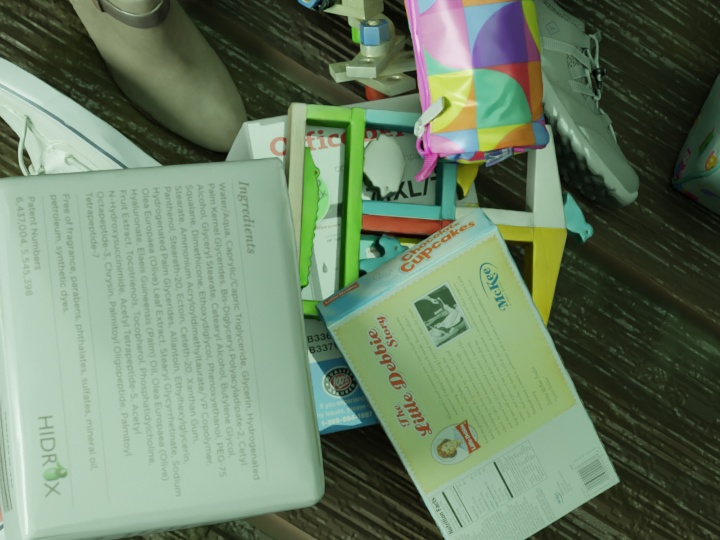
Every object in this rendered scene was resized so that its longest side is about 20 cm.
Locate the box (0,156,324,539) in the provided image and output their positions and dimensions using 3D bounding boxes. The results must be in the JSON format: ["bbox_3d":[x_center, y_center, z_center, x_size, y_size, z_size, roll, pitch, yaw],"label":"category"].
[{"bbox_3d":[-0.132,0.055,0.895,0.169,0.199,0.203,-4,81,-17],"label":"box"}]

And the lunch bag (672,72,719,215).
[{"bbox_3d":[0.302,-0.134,1.068,0.076,0.160,0.202,29,86,0],"label":"lunch bag"}]

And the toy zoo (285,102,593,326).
[{"bbox_3d":[0.050,-0.030,0.933,0.197,0.020,0.133,5,82,-11],"label":"toy zoo"}]

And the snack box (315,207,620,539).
[{"bbox_3d":[0.068,0.076,0.913,0.115,0.037,0.201,-29,115,-2],"label":"snack box"}]

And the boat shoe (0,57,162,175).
[{"bbox_3d":[-0.196,-0.061,1.024,0.201,0.075,0.087,37,83,-14],"label":"boat shoe"}]

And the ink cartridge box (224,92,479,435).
[{"bbox_3d":[0.000,0.000,1.006,0.145,0.146,0.203,-10,85,-11],"label":"ink cartridge box"}]

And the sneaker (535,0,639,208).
[{"bbox_3d":[0.150,-0.139,1.082,0.081,0.075,0.201,-32,89,-10],"label":"sneaker"}]

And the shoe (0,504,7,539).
[{"bbox_3d":[-0.280,0.163,0.980,0.199,0.071,0.091,-38,96,-7],"label":"shoe"}]

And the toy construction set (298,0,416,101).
[{"bbox_3d":[0.011,-0.215,0.982,0.092,0.130,0.203,-13,114,-47],"label":"toy construction set"}]

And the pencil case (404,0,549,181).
[{"bbox_3d":[0.063,-0.158,0.884,0.087,0.088,0.203,-7,93,-10],"label":"pencil case"}]

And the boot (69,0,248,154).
[{"bbox_3d":[-0.144,-0.167,1.000,0.200,0.146,0.070,44,79,-2],"label":"boot"}]
